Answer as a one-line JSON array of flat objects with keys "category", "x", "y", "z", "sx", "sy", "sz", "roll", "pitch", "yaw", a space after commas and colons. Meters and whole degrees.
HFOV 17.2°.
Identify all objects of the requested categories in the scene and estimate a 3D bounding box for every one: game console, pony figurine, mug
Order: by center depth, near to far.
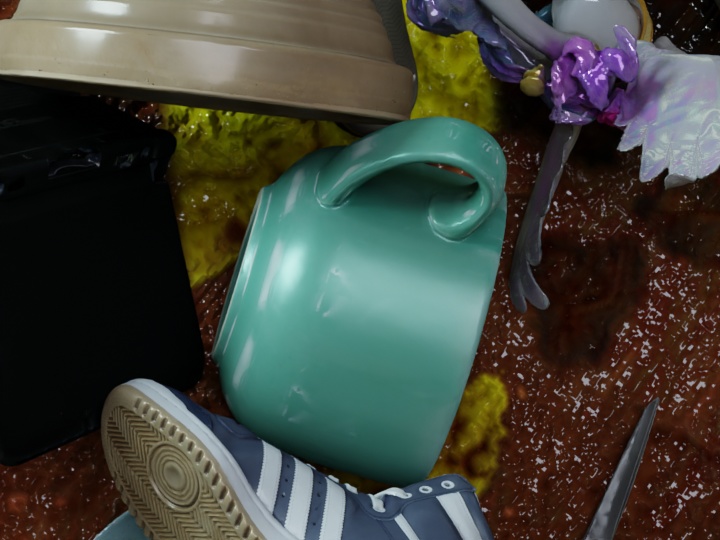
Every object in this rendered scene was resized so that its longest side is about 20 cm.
[{"category": "game console", "x": -0.173, "y": -0.014, "z": 1.127, "sx": 0.175, "sy": 0.200, "sz": 0.117, "roll": 25, "pitch": 108, "yaw": 18}, {"category": "mug", "x": -0.002, "y": 0.003, "z": 1.147, "sx": 0.114, "sy": 0.152, "sz": 0.186, "roll": 16, "pitch": 101, "yaw": -4}, {"category": "pony figurine", "x": 0.115, "y": -0.102, "z": 1.212, "sx": 0.200, "sy": 0.166, "sz": 0.193, "roll": 43, "pitch": 44, "yaw": -16}]

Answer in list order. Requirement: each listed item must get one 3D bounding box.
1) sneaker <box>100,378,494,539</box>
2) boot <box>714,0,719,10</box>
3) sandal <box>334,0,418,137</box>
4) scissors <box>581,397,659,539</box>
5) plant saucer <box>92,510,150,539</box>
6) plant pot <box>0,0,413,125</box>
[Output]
[{"category": "sneaker", "x": -0.022, "y": 0.110, "z": 1.095, "sx": 0.200, "sy": 0.070, "sz": 0.108, "roll": 41, "pitch": 43, "yaw": 17}, {"category": "boot", "x": 0.282, "y": -0.166, "z": 1.302, "sx": 0.199, "sy": 0.075, "sz": 0.097, "roll": -32, "pitch": 86, "yaw": -16}, {"category": "sandal", "x": -0.008, "y": -0.153, "z": 1.195, "sx": 0.082, "sy": 0.054, "sz": 0.201, "roll": -39, "pitch": 123, "yaw": -32}, {"category": "scissors", "x": 0.117, "y": 0.159, "z": 1.210, "sx": 0.073, "sy": 0.014, "sz": 0.200, "roll": 39, "pitch": 70, "yaw": 4}, {"category": "plant saucer", "x": -0.059, "y": 0.202, "z": 1.147, "sx": 0.200, "sy": 0.039, "sz": 0.202, "roll": 3, "pitch": 74, "yaw": -10}, {"category": "plant pot", "x": -0.070, "y": -0.124, "z": 1.118, "sx": 0.200, "sy": 0.201, "sz": 0.093, "roll": 7, "pitch": 91, "yaw": -9}]
